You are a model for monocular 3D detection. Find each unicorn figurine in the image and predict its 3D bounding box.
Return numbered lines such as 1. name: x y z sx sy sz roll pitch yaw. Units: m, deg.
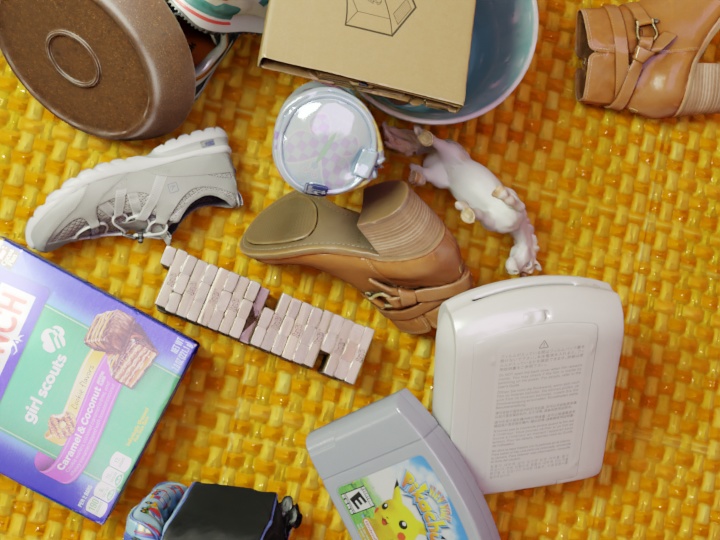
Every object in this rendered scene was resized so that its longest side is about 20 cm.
1. unicorn figurine: 0.108 -0.064 0.911 0.073 0.137 0.201 -35 76 16

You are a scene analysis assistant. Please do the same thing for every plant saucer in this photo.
1. plant saucer: -0.231 -0.183 0.825 0.199 0.200 0.035 34 52 -4

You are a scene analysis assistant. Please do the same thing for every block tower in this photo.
1. block tower: -0.091 0.043 0.895 0.198 0.054 0.058 24 80 -6

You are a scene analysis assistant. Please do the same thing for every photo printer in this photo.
1. photo printer: 0.143 0.097 0.872 0.164 0.070 0.202 -7 121 -10

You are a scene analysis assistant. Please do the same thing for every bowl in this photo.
1. bowl: 0.054 -0.222 0.919 0.198 0.105 0.204 1 85 -10

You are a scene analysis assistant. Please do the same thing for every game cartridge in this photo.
1. game cartridge: 0.045 0.211 0.870 0.133 0.040 0.202 -29 89 31

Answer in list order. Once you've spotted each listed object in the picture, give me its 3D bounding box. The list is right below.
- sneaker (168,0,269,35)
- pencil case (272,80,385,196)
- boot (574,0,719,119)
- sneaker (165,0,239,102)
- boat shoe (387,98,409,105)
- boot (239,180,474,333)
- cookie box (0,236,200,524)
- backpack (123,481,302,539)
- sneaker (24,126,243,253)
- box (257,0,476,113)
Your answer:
1. sneaker: -0.078 -0.252 0.825 0.070 0.199 0.094 47 121 10
2. pencil case: -0.028 -0.117 0.845 0.089 0.200 0.084 8 103 -6
3. boot: 0.287 -0.252 0.978 0.152 0.074 0.203 2 81 -5
4. sneaker: -0.135 -0.245 0.905 0.078 0.079 0.202 22 80 -6
5. boat shoe: 0.024 -0.240 0.827 0.071 0.076 0.203 -16 88 -12
6. boot: 0.000 0.000 0.890 0.155 0.198 0.074 50 50 -39
7. cookie box: -0.264 0.090 0.850 0.198 0.075 0.173 28 81 -5
8. backpack: -0.130 0.290 0.808 0.132 0.183 0.203 9 95 0
9. sneaker: -0.196 -0.056 0.876 0.198 0.075 0.083 -25 87 -11
10. box: 0.013 -0.234 0.778 0.161 0.021 0.203 11 74 -10
